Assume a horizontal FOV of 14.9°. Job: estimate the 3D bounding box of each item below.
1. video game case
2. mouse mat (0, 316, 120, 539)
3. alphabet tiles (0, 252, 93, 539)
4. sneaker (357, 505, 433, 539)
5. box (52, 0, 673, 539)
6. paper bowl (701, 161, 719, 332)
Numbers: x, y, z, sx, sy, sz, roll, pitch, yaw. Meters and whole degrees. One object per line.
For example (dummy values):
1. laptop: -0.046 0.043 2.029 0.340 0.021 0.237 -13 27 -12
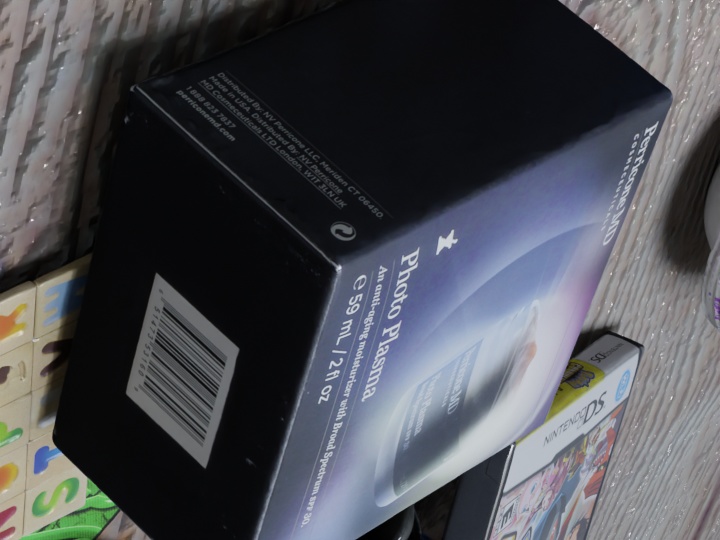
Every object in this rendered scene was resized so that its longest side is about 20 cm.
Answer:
1. video game case: 0.080 0.146 1.433 0.181 0.025 0.201 -29 137 -60
2. mouse mat: -0.159 0.094 1.175 0.161 0.008 0.200 -49 152 9
3. alphabet tiles: -0.164 0.073 1.125 0.200 0.006 0.167 -26 148 -29
4. sneaker: 0.009 0.141 1.381 0.200 0.077 0.111 4 135 -47
5. box: 0.000 0.000 1.118 0.198 0.123 0.200 -29 149 -39
6. paper bowl: 0.259 -0.037 1.441 0.200 0.104 0.201 -32 150 -21
